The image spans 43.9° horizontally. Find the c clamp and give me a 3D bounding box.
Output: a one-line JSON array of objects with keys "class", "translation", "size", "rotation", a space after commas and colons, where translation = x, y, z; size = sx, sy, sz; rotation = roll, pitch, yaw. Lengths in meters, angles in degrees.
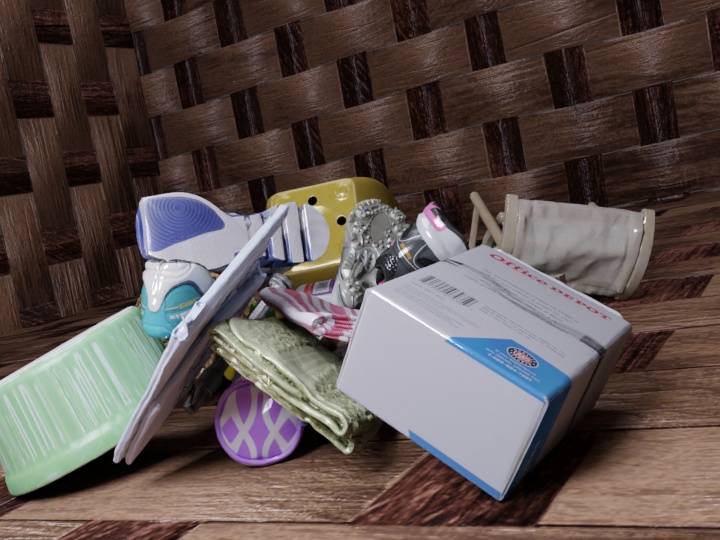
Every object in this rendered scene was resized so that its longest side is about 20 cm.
[{"class": "c clamp", "translation": [-0.122, 0.073, 0.908], "size": [0.201, 0.027, 0.171], "rotation": [-56, 3, -34]}]

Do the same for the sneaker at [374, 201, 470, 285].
[{"class": "sneaker", "translation": [0.053, 0.007, 0.831], "size": [0.085, 0.081, 0.201], "rotation": [-32, -27, -3]}]

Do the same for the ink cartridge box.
[{"class": "ink cartridge box", "translation": [0.098, 0.062, 0.664], "size": [0.144, 0.085, 0.199], "rotation": [30, 25, 24]}]

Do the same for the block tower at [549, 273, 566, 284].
[{"class": "block tower", "translation": [0.118, 0.043, 0.936], "size": [0.197, 0.059, 0.054], "rotation": [-10, 4, 38]}]

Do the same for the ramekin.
[{"class": "ramekin", "translation": [-0.271, 0.119, 0.868], "size": [0.197, 0.099, 0.200], "rotation": [-29, 6, 3]}]

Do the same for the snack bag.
[{"class": "snack bag", "translation": [-0.129, 0.052, 0.754], "size": [0.201, 0.021, 0.189], "rotation": [-56, 0, 43]}]

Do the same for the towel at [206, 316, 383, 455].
[{"class": "towel", "translation": [-0.040, 0.088, 0.744], "size": [0.037, 0.147, 0.200], "rotation": [-54, -11, 3]}]

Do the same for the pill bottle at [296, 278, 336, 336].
[{"class": "pill bottle", "translation": [0.020, 0.058, 1.087], "size": [0.195, 0.115, 0.112], "rotation": [-10, 5, 9]}]

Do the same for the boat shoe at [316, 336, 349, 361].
[{"class": "boat shoe", "translation": [-0.024, 0.098, 0.931], "size": [0.069, 0.071, 0.200], "rotation": [-15, -1, -17]}]

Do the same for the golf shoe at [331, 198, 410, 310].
[{"class": "golf shoe", "translation": [0.000, 0.000, 1.015], "size": [0.077, 0.098, 0.202], "rotation": [26, 41, -4]}]

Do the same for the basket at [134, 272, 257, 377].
[{"class": "basket", "translation": [-0.205, 0.070, 1.209], "size": [0.147, 0.146, 0.199], "rotation": [-14, -2, -35]}]

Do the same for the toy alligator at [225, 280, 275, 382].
[{"class": "toy alligator", "translation": [-0.118, 0.083, 1.055], "size": [0.058, 0.202, 0.054], "rotation": [-15, 50, -37]}]

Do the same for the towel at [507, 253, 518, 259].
[{"class": "towel", "translation": [0.176, 0.028, 1.067], "size": [0.024, 0.151, 0.199], "rotation": [-58, 19, -11]}]

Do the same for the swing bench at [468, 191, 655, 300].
[{"class": "swing bench", "translation": [0.255, -0.031, 1.195], "size": [0.194, 0.133, 0.200], "rotation": [6, 6, -8]}]

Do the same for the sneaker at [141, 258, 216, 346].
[{"class": "sneaker", "translation": [-0.174, 0.045, 0.892], "size": [0.076, 0.082, 0.200], "rotation": [6, -11, 11]}]

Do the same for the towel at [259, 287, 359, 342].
[{"class": "towel", "translation": [0.015, 0.050, 0.823], "size": [0.196, 0.031, 0.146], "rotation": [15, 1, -26]}]

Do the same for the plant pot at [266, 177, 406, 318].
[{"class": "plant pot", "translation": [-0.037, -0.023, 1.217], "size": [0.190, 0.200, 0.200], "rotation": [-11, -24, 9]}]

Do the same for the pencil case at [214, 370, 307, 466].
[{"class": "pencil case", "translation": [-0.091, 0.118, 0.843], "size": [0.082, 0.088, 0.200], "rotation": [-13, 4, -3]}]

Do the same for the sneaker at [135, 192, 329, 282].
[{"class": "sneaker", "translation": [-0.140, -0.020, 0.945], "size": [0.195, 0.082, 0.115], "rotation": [2, -20, -22]}]
